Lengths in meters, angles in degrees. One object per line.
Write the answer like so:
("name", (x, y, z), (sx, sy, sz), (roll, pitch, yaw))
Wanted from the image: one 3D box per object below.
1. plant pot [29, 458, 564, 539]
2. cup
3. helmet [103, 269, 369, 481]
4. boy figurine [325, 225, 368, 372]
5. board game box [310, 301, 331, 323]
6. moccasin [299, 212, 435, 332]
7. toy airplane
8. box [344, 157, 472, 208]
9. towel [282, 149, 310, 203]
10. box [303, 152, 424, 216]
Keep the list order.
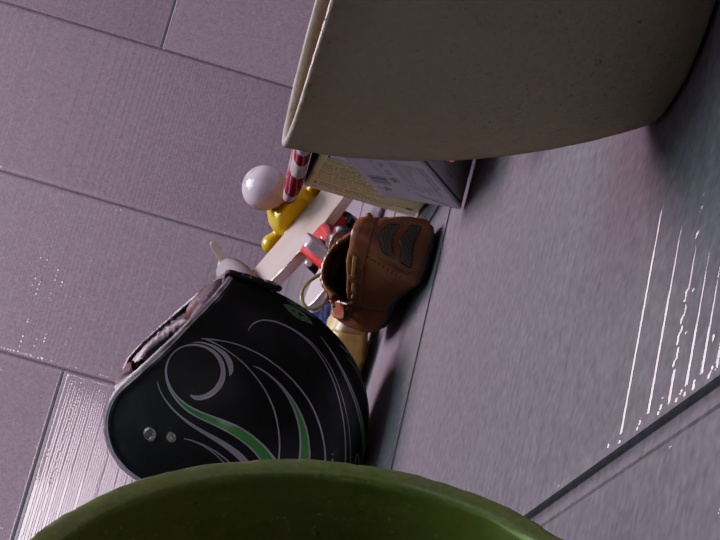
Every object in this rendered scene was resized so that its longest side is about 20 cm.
("plant pot", (-0.020, 0.191, 0.552), (0.200, 0.199, 0.191), (-85, 0, -64))
("cup", (0.063, -0.126, 0.703), (0.200, 0.142, 0.201), (-164, 90, -85))
("helmet", (-0.088, 0.120, 1.319), (0.200, 0.191, 0.200), (-43, 8, 7))
("boy figurine", (-0.026, 0.068, 1.498), (0.124, 0.064, 0.201), (147, 141, -78))
("board game box", (-0.049, 0.123, 1.713), (0.200, 0.036, 0.152), (-94, 19, -70))
("moccasin", (0.000, 0.002, 1.336), (0.201, 0.077, 0.074), (134, 151, -79))
("toy airplane", (-0.058, -0.045, 1.722), (0.199, 0.141, 0.200), (-34, 19, 49))
("box", (0.048, -0.155, 1.158), (0.117, 0.060, 0.201), (43, -120, -65))
("towel", (-0.029, -0.145, 1.351), (0.200, 0.023, 0.145), (116, 166, -72))
("box", (0.033, -0.154, 1.344), (0.200, 0.096, 0.177), (134, 152, -77))
